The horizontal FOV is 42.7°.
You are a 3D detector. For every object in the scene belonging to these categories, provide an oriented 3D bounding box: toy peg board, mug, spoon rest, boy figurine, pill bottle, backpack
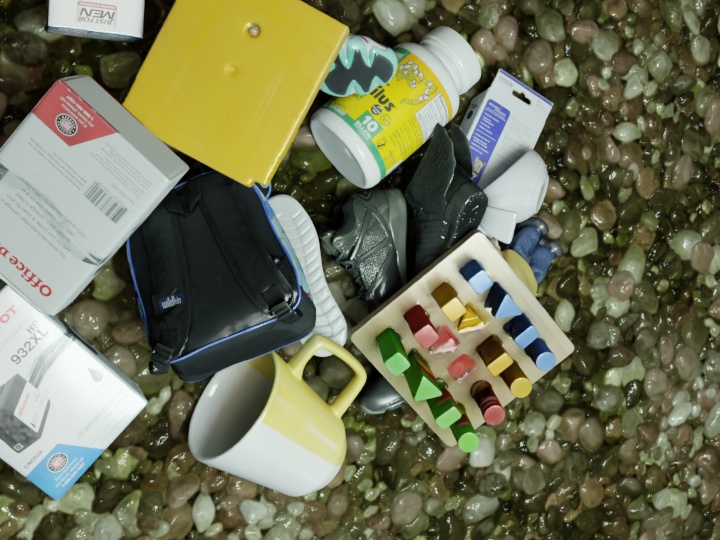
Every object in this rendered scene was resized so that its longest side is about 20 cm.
[{"bbox_3d":[0.128,0.097,1.073,0.199,0.098,0.200,-39,108,7],"label":"toy peg board"},{"bbox_3d":[-0.084,0.183,1.080,0.153,0.186,0.150,40,37,-30],"label":"mug"},{"bbox_3d":[0.190,-0.092,1.156,0.061,0.200,0.099,18,116,17],"label":"spoon rest"},{"bbox_3d":[0.191,0.023,1.190,0.124,0.064,0.200,52,58,-21],"label":"boy figurine"},{"bbox_3d":[0.047,-0.201,1.110,0.200,0.113,0.113,-41,110,-12],"label":"pill bottle"},{"bbox_3d":[-0.158,0.007,1.018,0.183,0.147,0.200,-23,68,-1],"label":"backpack"}]

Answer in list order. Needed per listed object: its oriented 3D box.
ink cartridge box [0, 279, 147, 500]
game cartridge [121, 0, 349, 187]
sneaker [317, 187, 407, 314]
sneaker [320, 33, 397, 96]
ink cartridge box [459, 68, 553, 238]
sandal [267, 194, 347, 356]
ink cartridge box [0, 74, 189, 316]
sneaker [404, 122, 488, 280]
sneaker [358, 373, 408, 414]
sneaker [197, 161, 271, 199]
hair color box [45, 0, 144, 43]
[{"bbox_3d":[-0.357,0.125,0.999,0.145,0.084,0.200,-48,111,-10],"label":"ink cartridge box"},{"bbox_3d":[-0.134,-0.209,0.975,0.176,0.032,0.200,29,92,-1],"label":"game cartridge"},{"bbox_3d":[0.000,0.000,1.138,0.114,0.076,0.200,-4,95,-20],"label":"sneaker"},{"bbox_3d":[-0.061,-0.270,1.057,0.200,0.140,0.078,2,138,-8],"label":"sneaker"},{"bbox_3d":[0.168,-0.152,1.206,0.099,0.039,0.200,28,87,-24],"label":"ink cartridge box"},{"bbox_3d":[-0.077,0.009,1.119,0.082,0.050,0.203,-19,89,1],"label":"sandal"},{"bbox_3d":[-0.300,-0.077,0.946,0.147,0.083,0.200,43,105,-7],"label":"ink cartridge box"},{"bbox_3d":[0.092,-0.069,1.116,0.060,0.104,0.200,-7,134,-39],"label":"sneaker"},{"bbox_3d":[0.065,0.104,1.182,0.200,0.075,0.079,-40,107,-23],"label":"sneaker"},{"bbox_3d":[-0.161,-0.157,1.048,0.070,0.078,0.200,-38,108,-14],"label":"sneaker"},{"bbox_3d":[-0.281,-0.352,0.984,0.100,0.061,0.200,2,95,-22],"label":"hair color box"}]
